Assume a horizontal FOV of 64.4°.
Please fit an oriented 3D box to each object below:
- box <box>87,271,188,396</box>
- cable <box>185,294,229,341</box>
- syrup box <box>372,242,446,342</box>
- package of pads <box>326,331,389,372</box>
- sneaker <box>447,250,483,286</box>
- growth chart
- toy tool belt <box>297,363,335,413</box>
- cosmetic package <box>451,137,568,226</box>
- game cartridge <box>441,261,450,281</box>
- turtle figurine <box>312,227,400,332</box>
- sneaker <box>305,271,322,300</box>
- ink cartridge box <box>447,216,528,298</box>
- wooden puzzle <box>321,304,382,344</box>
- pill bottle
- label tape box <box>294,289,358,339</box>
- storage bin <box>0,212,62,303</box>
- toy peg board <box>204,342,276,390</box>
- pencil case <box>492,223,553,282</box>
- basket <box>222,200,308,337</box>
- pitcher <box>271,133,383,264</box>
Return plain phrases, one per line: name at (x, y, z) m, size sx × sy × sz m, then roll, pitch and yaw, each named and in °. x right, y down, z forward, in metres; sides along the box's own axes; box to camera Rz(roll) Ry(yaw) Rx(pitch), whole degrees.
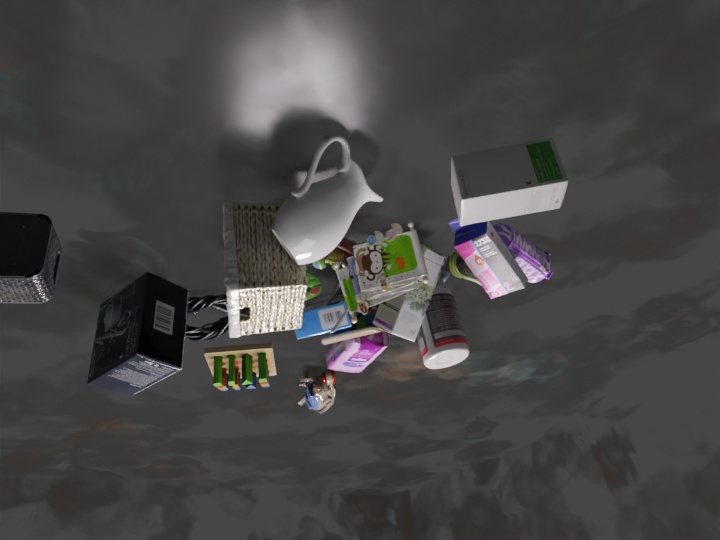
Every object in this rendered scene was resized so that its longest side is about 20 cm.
box at (-0.502, 0.148, 1.299) m, size 0.193 × 0.206 × 0.123 m, roll -28°, pitch 142°, yaw 30°
cable at (-0.388, 0.119, 1.422) m, size 0.192 × 0.052 × 0.165 m, roll -7°, pitch 148°, yaw 0°
syrup box at (0.108, 0.044, 1.270) m, size 0.077 × 0.206 × 0.081 m, roll 21°, pitch -179°, yaw -37°
package of pads at (-0.010, 0.224, 1.649) m, size 0.117 × 0.078 × 0.201 m, roll 7°, pitch 145°, yaw -27°
sneaker at (0.300, 0.002, 1.343) m, size 0.194 × 0.077 × 0.080 m, roll 9°, pitch 177°, yaw -28°
growth chart at (0.042, -0.003, 1.160) m, size 0.195 × 0.149 × 0.018 m, roll -25°, pitch 178°, yaw 0°
toy tool belt at (-0.143, 0.382, 1.824) m, size 0.118 × 0.128 × 0.202 m, roll -10°, pitch 149°, yaw -12°
cosmetic package at (0.272, -0.164, 1.070) m, size 0.192 × 0.111 × 0.086 m, roll -10°, pitch 149°, yaw 1°
game cartridge at (0.113, 0.013, 1.383) m, size 0.192 × 0.042 × 0.134 m, roll 4°, pitch 150°, yaw -18°
turtle figurine at (0.000, 0.000, 1.239) m, size 0.187 × 0.207 × 0.144 m, roll -16°, pitch -178°, yaw 6°
sneaker at (-0.180, 0.054, 1.362) m, size 0.193 × 0.080 × 0.084 m, roll -13°, pitch 166°, yaw 14°
ink cartridge box at (0.270, -0.034, 1.231) m, size 0.093 × 0.037 × 0.202 m, roll -22°, pitch 110°, yaw 46°
wooden puzzle at (0.016, 0.115, 1.408) m, size 0.181 × 0.048 × 0.198 m, roll -19°, pitch -174°, yaw 38°
pill bottle at (0.174, 0.110, 1.318) m, size 0.106 × 0.206 × 0.112 m, roll -10°, pitch 152°, yaw -5°
label tape box at (-0.075, 0.091, 1.401) m, size 0.138 × 0.068 × 0.200 m, roll -15°, pitch -167°, yaw 13°
storage bin at (-0.670, -0.024, 1.051) m, size 0.192 × 0.140 × 0.095 m, roll 2°, pitch 149°, yaw -15°
toy peg board at (-0.349, 0.309, 1.686) m, size 0.192 × 0.101 × 0.202 m, roll -3°, pitch 148°, yaw -7°
pencil case at (0.363, -0.035, 1.310) m, size 0.197 × 0.086 × 0.085 m, roll 25°, pitch 106°, yaw -39°
basket at (-0.194, 0.000, 1.137) m, size 0.154 × 0.206 × 0.200 m, roll -2°, pitch 149°, yaw -13°
pitcher at (-0.073, -0.125, 1.016) m, size 0.199 × 0.121 × 0.173 m, roll -41°, pitch 129°, yaw -9°
